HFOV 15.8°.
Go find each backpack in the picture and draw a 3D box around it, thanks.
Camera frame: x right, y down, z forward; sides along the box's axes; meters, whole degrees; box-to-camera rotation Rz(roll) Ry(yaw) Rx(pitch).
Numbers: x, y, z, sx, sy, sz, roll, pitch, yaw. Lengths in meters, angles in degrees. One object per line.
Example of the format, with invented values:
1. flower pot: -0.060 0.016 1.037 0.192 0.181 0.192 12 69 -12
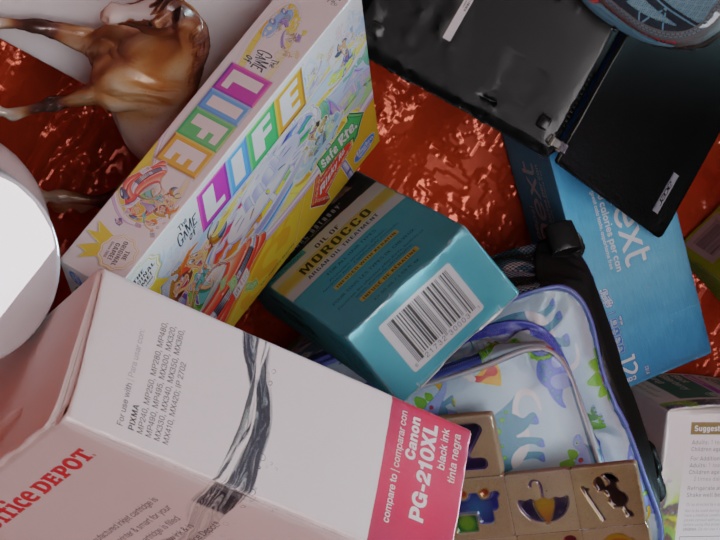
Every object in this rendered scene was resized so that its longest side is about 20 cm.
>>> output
1. backpack: 0.046 0.098 1.375 0.199 0.147 0.183 -17 106 11

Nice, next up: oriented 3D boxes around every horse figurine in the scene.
1. horse figurine: -0.116 -0.068 1.298 0.132 0.050 0.200 -4 135 16

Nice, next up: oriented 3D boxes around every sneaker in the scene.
1. sneaker: 0.119 -0.198 1.281 0.079 0.096 0.200 -30 86 4

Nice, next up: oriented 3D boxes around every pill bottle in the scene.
1. pill bottle: -0.212 -0.019 1.243 0.115 0.200 0.116 -4 102 -20

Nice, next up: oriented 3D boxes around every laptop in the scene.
1. laptop: 0.118 -0.144 1.378 0.200 0.103 0.178 29 88 3

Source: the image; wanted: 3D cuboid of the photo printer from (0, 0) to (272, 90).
1. photo printer: -0.124 -0.176 1.289 0.200 0.070 0.166 29 116 -23

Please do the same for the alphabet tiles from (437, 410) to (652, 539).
1. alphabet tiles: 0.050 0.150 1.309 0.199 0.008 0.168 -7 109 15

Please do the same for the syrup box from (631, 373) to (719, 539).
1. syrup box: 0.184 0.165 1.497 0.081 0.079 0.201 0 101 -20

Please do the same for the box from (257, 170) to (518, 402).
1. box: 0.000 0.000 1.327 0.082 0.200 0.049 -43 114 -8

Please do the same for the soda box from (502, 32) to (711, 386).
1. soda box: 0.131 -0.039 1.443 0.068 0.064 0.200 -21 108 -16

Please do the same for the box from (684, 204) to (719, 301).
1. box: 0.276 0.054 1.484 0.048 0.122 0.200 -45 111 0

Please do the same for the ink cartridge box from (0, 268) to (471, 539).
1. ink cartridge box: -0.073 0.094 1.202 0.200 0.145 0.085 25 56 -21

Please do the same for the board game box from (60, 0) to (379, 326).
1. board game box: -0.064 -0.037 1.273 0.200 0.034 0.135 -53 158 -22
